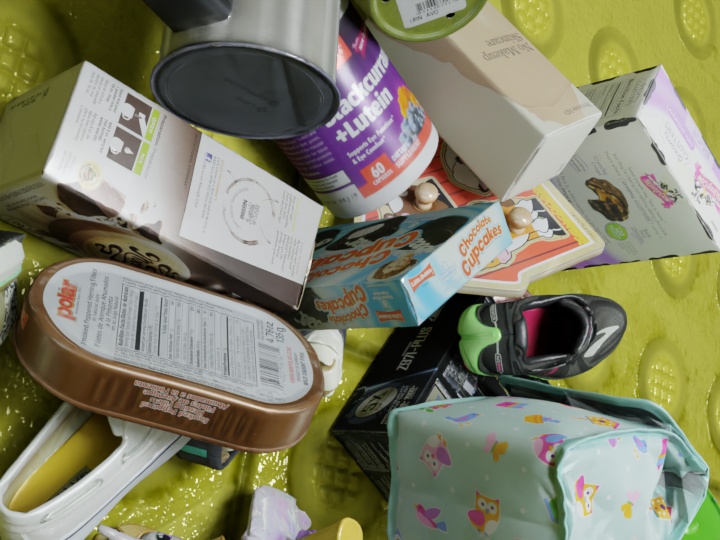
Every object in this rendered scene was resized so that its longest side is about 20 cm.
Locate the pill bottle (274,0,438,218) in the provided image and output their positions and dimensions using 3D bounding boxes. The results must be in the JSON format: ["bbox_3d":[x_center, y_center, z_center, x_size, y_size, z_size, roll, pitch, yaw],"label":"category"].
[{"bbox_3d":[-0.034,-0.149,0.785,0.201,0.110,0.112,51,54,-25],"label":"pill bottle"}]

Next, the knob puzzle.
[{"bbox_3d":[0.082,-0.057,0.856,0.215,0.031,0.222,6,48,-6],"label":"knob puzzle"}]

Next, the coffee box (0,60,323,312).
[{"bbox_3d":[-0.136,-0.043,0.676,0.199,0.112,0.081,29,66,-36],"label":"coffee box"}]

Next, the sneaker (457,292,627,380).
[{"bbox_3d":[0.168,0.057,0.849,0.198,0.083,0.078,-6,89,-43],"label":"sneaker"}]

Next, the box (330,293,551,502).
[{"bbox_3d":[0.094,0.145,0.885,0.201,0.085,0.165,53,53,-25],"label":"box"}]

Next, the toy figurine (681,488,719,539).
[{"bbox_3d":[0.207,0.272,0.916,0.198,0.185,0.151,-13,53,-45],"label":"toy figurine"}]

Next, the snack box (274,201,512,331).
[{"bbox_3d":[0.000,0.000,0.738,0.116,0.198,0.038,-38,111,-39],"label":"snack box"}]

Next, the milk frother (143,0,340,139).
[{"bbox_3d":[-0.115,-0.194,0.646,0.179,0.198,0.192,22,64,-42],"label":"milk frother"}]

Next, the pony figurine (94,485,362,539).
[{"bbox_3d":[-0.061,0.215,0.687,0.193,0.197,0.169,48,47,-46],"label":"pony figurine"}]

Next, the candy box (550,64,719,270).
[{"bbox_3d":[0.227,-0.088,0.961,0.168,0.198,0.072,49,56,-27],"label":"candy box"}]

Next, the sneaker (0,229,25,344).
[{"bbox_3d":[-0.242,0.051,0.566,0.200,0.076,0.090,-58,141,-57],"label":"sneaker"}]

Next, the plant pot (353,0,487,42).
[{"bbox_3d":[0.033,-0.278,0.766,0.185,0.187,0.203,19,46,-40],"label":"plant pot"}]

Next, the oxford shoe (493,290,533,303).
[{"bbox_3d":[0.112,0.020,0.938,0.070,0.075,0.201,-39,94,-17],"label":"oxford shoe"}]

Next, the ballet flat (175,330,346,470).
[{"bbox_3d":[-0.058,0.084,0.760,0.199,0.072,0.074,-34,107,-40],"label":"ballet flat"}]

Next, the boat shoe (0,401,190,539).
[{"bbox_3d":[-0.157,0.087,0.650,0.202,0.074,0.087,-45,158,-31],"label":"boat shoe"}]

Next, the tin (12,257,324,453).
[{"bbox_3d":[-0.115,0.050,0.638,0.197,0.113,0.042,18,116,-20],"label":"tin"}]

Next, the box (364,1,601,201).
[{"bbox_3d":[0.098,-0.164,0.865,0.094,0.078,0.200,-25,66,-43],"label":"box"}]

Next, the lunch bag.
[{"bbox_3d":[0.142,0.149,0.756,0.198,0.169,0.124,-4,95,-42],"label":"lunch bag"}]
